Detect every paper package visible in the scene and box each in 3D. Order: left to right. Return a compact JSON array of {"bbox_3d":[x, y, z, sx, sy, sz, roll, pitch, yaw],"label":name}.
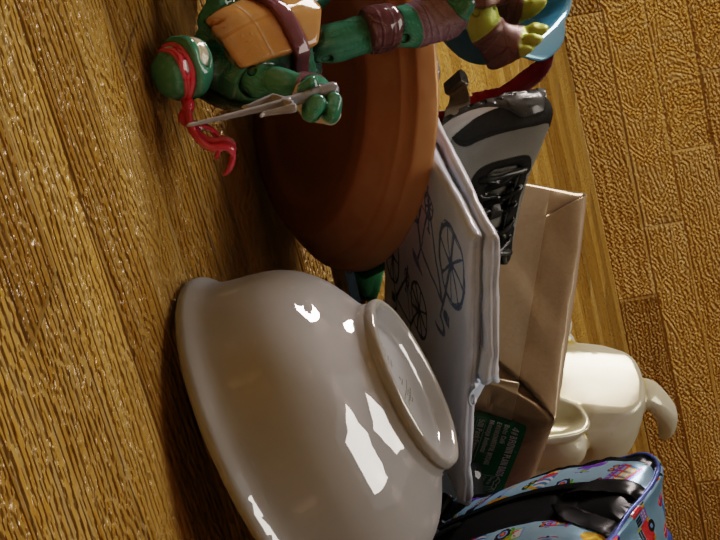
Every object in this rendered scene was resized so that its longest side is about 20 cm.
[{"bbox_3d":[0.080,0.061,1.699,0.200,0.103,0.192,103,-2,-59],"label":"paper package"}]

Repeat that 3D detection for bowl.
[{"bbox_3d":[-0.009,0.077,1.312,0.202,0.090,0.201,59,13,-22],"label":"bowl"}]

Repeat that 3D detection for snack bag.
[{"bbox_3d":[0.046,0.012,1.464,0.189,0.021,0.201,-115,-158,-54],"label":"snack bag"}]

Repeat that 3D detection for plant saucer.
[{"bbox_3d":[-0.016,-0.100,1.471,0.200,0.037,0.202,2,-88,63],"label":"plant saucer"}]

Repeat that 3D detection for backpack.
[{"bbox_3d":[0.103,0.194,1.422,0.135,0.200,0.183,56,42,-7],"label":"backpack"}]

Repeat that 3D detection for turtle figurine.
[{"bbox_3d":[-0.044,-0.133,1.328,0.150,0.199,0.101,58,-35,11],"label":"turtle figurine"},{"bbox_3d":[0.047,-0.195,1.481,0.161,0.064,0.200,50,11,-21],"label":"turtle figurine"}]

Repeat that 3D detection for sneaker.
[{"bbox_3d":[0.074,-0.041,1.531,0.080,0.074,0.200,63,-30,24],"label":"sneaker"}]

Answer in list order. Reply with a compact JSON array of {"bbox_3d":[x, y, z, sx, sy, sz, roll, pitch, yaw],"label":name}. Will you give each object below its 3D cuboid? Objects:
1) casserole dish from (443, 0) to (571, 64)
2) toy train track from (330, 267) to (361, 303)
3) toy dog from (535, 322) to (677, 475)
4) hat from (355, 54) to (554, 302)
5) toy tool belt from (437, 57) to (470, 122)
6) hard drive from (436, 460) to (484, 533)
[{"bbox_3d":[0.056,-0.214,1.583,0.201,0.039,0.121,56,44,-8],"label":"casserole dish"},{"bbox_3d":[0.000,0.000,1.559,0.115,0.032,0.201,158,-80,-71],"label":"toy train track"},{"bbox_3d":[0.127,0.130,1.931,0.200,0.193,0.140,117,-35,-45],"label":"toy dog"},{"bbox_3d":[0.073,-0.070,1.770,0.200,0.175,0.167,-46,126,-77],"label":"hat"},{"bbox_3d":[-0.014,-0.150,1.600,0.123,0.125,0.201,26,40,-35],"label":"toy tool belt"},{"bbox_3d":[0.026,0.200,1.519,0.139,0.033,0.201,19,58,-39],"label":"hard drive"}]
